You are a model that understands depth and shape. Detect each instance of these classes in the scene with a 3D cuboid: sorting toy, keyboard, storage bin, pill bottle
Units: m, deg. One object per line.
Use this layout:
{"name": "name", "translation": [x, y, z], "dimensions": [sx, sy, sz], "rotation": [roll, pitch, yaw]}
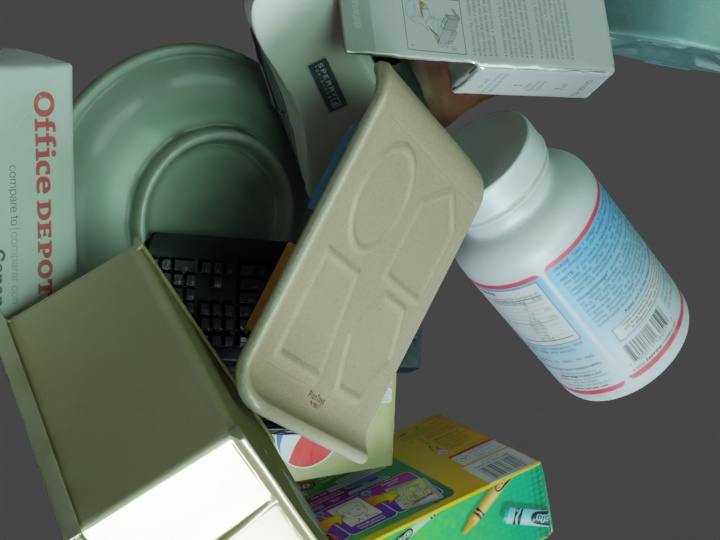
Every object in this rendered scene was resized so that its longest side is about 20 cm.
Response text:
{"name": "sorting toy", "translation": [0.000, 0.000, 0.956], "dimensions": [0.201, 0.036, 0.185], "rotation": [-67, 155, -7]}
{"name": "keyboard", "translation": [-0.047, 0.046, 1.008], "dimensions": [0.199, 0.021, 0.128], "rotation": [4, 91, -32]}
{"name": "storage bin", "translation": [-0.086, 0.117, 0.867], "dimensions": [0.094, 0.200, 0.199], "rotation": [-32, 126, -4]}
{"name": "pill bottle", "translation": [0.131, -0.011, 1.128], "dimensions": [0.109, 0.109, 0.200], "rotation": [-50, 122, -13]}

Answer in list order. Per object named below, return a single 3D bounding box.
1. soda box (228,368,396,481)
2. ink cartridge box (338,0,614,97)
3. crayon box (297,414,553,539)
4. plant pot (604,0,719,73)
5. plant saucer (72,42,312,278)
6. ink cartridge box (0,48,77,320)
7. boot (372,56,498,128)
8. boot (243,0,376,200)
{"name": "soda box", "translation": [-0.077, 0.096, 1.045], "dimensions": [0.199, 0.064, 0.068], "rotation": [-5, 104, -33]}
{"name": "ink cartridge box", "translation": [0.054, -0.206, 1.000], "dimensions": [0.176, 0.045, 0.201], "rotation": [1, 72, -22]}
{"name": "crayon box", "translation": [0.009, 0.167, 1.085], "dimensions": [0.199, 0.119, 0.058], "rotation": [-21, 112, -27]}
{"name": "plant pot", "translation": [0.215, -0.234, 1.070], "dimensions": [0.200, 0.200, 0.197], "rotation": [8, 95, -34]}
{"name": "plant saucer", "translation": [-0.096, -0.035, 1.010], "dimensions": [0.200, 0.050, 0.201], "rotation": [-9, 106, -32]}
{"name": "ink cartridge box", "translation": [-0.255, -0.041, 0.883], "dimensions": [0.199, 0.083, 0.146], "rotation": [-7, 106, -32]}
{"name": "boot", "translation": [0.067, -0.192, 1.073], "dimensions": [0.200, 0.068, 0.189], "rotation": [-25, 103, -32]}
{"name": "boot", "translation": [-0.020, -0.114, 1.011], "dimensions": [0.073, 0.090, 0.200], "rotation": [-19, 124, 0]}
